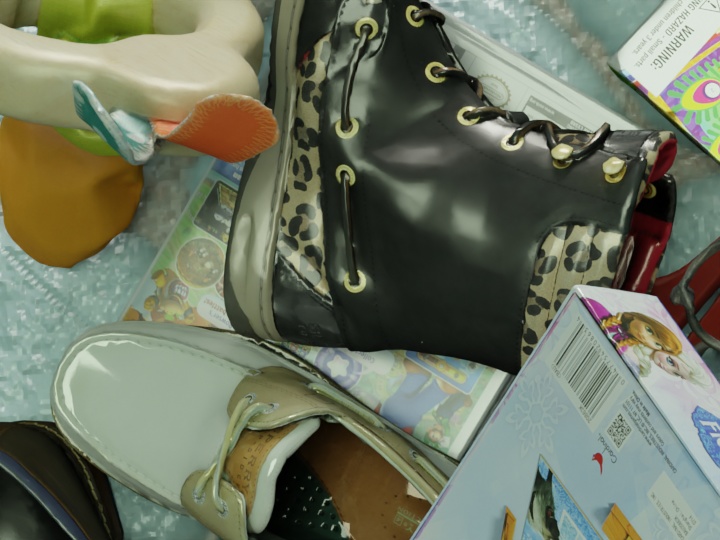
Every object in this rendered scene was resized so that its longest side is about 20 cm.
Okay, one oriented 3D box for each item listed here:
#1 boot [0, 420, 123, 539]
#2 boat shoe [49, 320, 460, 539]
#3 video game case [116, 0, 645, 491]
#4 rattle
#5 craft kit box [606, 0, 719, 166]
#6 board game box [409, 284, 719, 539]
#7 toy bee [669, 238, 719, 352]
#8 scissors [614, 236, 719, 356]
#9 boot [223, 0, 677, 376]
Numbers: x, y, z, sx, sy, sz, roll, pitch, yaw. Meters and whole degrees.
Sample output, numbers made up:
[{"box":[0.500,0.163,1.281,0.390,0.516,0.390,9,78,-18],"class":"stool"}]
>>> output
[{"box":[-0.104,0.146,1.049,0.074,0.097,0.201,-30,78,8],"class":"boot"},{"box":[-0.027,0.069,1.036,0.199,0.068,0.075,21,89,14],"class":"boat shoe"},{"box":[0.000,0.000,1.082,0.143,0.018,0.201,31,91,13],"class":"video game case"},{"box":[-0.089,-0.031,0.996,0.200,0.130,0.144,43,117,49],"class":"rattle"},{"box":[0.226,-0.081,1.029,0.197,0.049,0.200,42,94,11],"class":"craft kit box"},{"box":[0.077,0.145,0.893,0.200,0.041,0.200,-58,44,28],"class":"board game box"},{"box":[0.137,0.090,0.972,0.130,0.109,0.201,30,104,10],"class":"toy bee"},{"box":[0.147,-0.007,1.016,0.200,0.014,0.073,-44,72,28],"class":"scissors"},{"box":[0.041,-0.057,1.025,0.150,0.073,0.201,15,91,21],"class":"boot"}]
